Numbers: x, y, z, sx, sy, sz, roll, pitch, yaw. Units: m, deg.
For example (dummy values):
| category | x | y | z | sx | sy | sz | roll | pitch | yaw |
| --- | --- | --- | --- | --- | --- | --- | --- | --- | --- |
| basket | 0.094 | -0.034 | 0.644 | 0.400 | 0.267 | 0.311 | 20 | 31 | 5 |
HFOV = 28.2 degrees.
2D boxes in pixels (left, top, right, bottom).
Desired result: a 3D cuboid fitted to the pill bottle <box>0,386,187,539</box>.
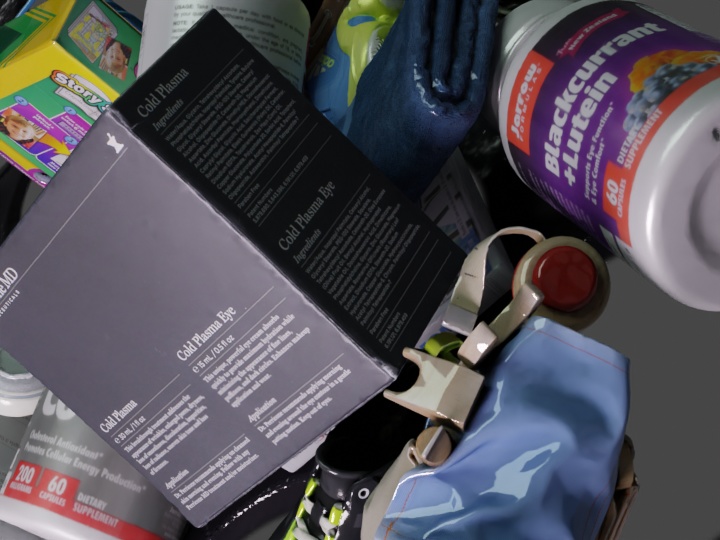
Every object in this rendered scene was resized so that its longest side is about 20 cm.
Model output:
| category | x | y | z | sx | sy | sz | roll | pitch | yaw |
| --- | --- | --- | --- | --- | --- | --- | --- | --- | --- |
| pill bottle | -0.137 | 0.076 | 0.891 | 0.113 | 0.113 | 0.202 | 0 | 65 | 51 |

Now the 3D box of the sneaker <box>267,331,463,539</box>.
| category | x | y | z | sx | sy | sz | roll | pitch | yaw |
| --- | --- | --- | --- | --- | --- | --- | --- | --- | --- |
| sneaker | -0.012 | 0.115 | 0.731 | 0.071 | 0.083 | 0.201 | 34 | 87 | 39 |

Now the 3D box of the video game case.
| category | x | y | z | sx | sy | sz | roll | pitch | yaw |
| --- | --- | --- | --- | --- | --- | --- | --- | --- | --- |
| video game case | 0.000 | 0.000 | 0.894 | 0.182 | 0.022 | 0.201 | -41 | 35 | 17 |

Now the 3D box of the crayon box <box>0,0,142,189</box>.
| category | x | y | z | sx | sy | sz | roll | pitch | yaw |
| --- | --- | --- | --- | --- | --- | --- | --- | --- | --- |
| crayon box | -0.187 | -0.106 | 1.060 | 0.171 | 0.200 | 0.059 | -12 | 49 | 44 |

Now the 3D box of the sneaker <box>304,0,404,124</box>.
| category | x | y | z | sx | sy | sz | roll | pitch | yaw |
| --- | --- | --- | --- | --- | --- | --- | --- | --- | --- |
| sneaker | 0.005 | -0.164 | 0.989 | 0.105 | 0.076 | 0.201 | -36 | 23 | 35 |

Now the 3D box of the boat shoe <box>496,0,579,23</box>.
| category | x | y | z | sx | sy | sz | roll | pitch | yaw |
| --- | --- | --- | --- | --- | --- | --- | --- | --- | --- |
| boat shoe | 0.101 | -0.187 | 0.909 | 0.064 | 0.071 | 0.200 | -45 | 26 | 9 |

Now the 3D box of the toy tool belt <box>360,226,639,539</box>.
| category | x | y | z | sx | sy | sz | roll | pitch | yaw |
| --- | --- | --- | --- | --- | --- | --- | --- | --- | --- |
| toy tool belt | 0.070 | 0.070 | 0.633 | 0.123 | 0.123 | 0.202 | 91 | -159 | -80 |

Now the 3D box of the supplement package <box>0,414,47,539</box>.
| category | x | y | z | sx | sy | sz | roll | pitch | yaw |
| --- | --- | --- | --- | --- | --- | --- | --- | --- | --- |
| supplement package | -0.253 | 0.194 | 0.937 | 0.116 | 0.117 | 0.202 | -26 | 40 | 33 |

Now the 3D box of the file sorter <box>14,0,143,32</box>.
| category | x | y | z | sx | sy | sz | roll | pitch | yaw |
| --- | --- | --- | --- | --- | --- | --- | --- | --- | --- |
| file sorter | -0.231 | -0.162 | 1.240 | 0.139 | 0.122 | 0.200 | -52 | 33 | 1 |

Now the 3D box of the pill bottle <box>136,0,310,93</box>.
| category | x | y | z | sx | sy | sz | roll | pitch | yaw |
| --- | --- | --- | --- | --- | --- | --- | --- | --- | --- |
| pill bottle | -0.092 | -0.129 | 0.954 | 0.113 | 0.112 | 0.203 | -5 | 76 | 48 |

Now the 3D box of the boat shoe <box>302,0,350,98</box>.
| category | x | y | z | sx | sy | sz | roll | pitch | yaw |
| --- | --- | --- | --- | --- | --- | --- | --- | --- | --- |
| boat shoe | -0.032 | -0.200 | 1.074 | 0.075 | 0.072 | 0.202 | -33 | 38 | 27 |

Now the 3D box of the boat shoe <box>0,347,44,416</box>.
| category | x | y | z | sx | sy | sz | roll | pitch | yaw |
| --- | --- | --- | --- | --- | --- | --- | --- | --- | --- |
| boat shoe | -0.191 | 0.012 | 0.961 | 0.069 | 0.072 | 0.201 | 20 | 42 | 14 |

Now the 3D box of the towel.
| category | x | y | z | sx | sy | sz | roll | pitch | yaw |
| --- | --- | --- | --- | --- | --- | --- | --- | --- | --- |
| towel | 0.012 | -0.072 | 0.816 | 0.200 | 0.048 | 0.113 | 127 | 158 | -51 |

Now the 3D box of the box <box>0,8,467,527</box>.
| category | x | y | z | sx | sy | sz | roll | pitch | yaw |
| --- | --- | --- | --- | --- | --- | --- | --- | --- | --- |
| box | -0.081 | 0.005 | 0.745 | 0.200 | 0.182 | 0.104 | -39 | 11 | 43 |

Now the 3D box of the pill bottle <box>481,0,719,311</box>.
| category | x | y | z | sx | sy | sz | roll | pitch | yaw |
| --- | --- | --- | --- | --- | --- | --- | --- | --- | --- |
| pill bottle | 0.136 | -0.071 | 0.711 | 0.112 | 0.111 | 0.200 | -49 | 33 | 4 |
